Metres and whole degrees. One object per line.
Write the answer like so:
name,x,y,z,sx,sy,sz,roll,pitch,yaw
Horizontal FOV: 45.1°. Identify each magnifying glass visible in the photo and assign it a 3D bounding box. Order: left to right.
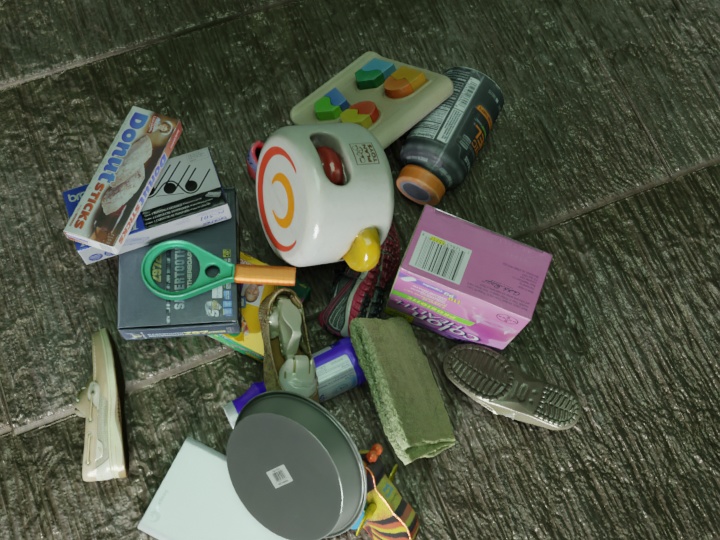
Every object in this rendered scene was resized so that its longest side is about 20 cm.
magnifying glass,-0.184,0.002,1.127,0.199,0.022,0.080,4,69,-4

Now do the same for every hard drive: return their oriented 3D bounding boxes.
hard drive,-0.170,0.322,1.137,0.200,0.026,0.132,26,71,4

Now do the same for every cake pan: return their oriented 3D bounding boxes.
cake pan,-0.086,0.246,1.063,0.200,0.200,0.037,45,34,11

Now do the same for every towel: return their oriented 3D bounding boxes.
towel,0.055,0.155,1.160,0.036,0.148,0.200,-29,73,26

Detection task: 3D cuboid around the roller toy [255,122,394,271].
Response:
roller toy,-0.043,-0.102,1.150,0.139,0.200,0.183,-9,110,-29

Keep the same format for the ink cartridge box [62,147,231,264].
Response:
ink cartridge box,-0.280,-0.086,1.146,0.199,0.044,0.094,-18,68,-8

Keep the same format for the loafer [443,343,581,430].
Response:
loafer,0.204,0.169,1.197,0.200,0.068,0.076,27,69,22

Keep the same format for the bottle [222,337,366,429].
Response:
bottle,-0.085,0.159,1.167,0.200,0.084,0.065,-25,75,-13

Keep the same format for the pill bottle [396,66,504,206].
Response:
pill bottle,0.127,-0.195,1.290,0.106,0.106,0.200,27,72,5

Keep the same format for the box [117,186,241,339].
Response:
box,-0.242,-0.011,1.168,0.157,0.051,0.201,-3,69,-2

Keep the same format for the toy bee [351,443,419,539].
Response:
toy bee,0.007,0.280,1.109,0.200,0.109,0.131,32,32,-15

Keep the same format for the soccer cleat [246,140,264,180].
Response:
soccer cleat,-0.073,-0.134,1.269,0.199,0.076,0.067,21,71,3

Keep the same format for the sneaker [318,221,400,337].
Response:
sneaker,0.000,0.000,1.233,0.074,0.081,0.200,6,60,29

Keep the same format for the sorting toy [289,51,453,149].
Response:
sorting toy,0.011,-0.256,1.290,0.185,0.037,0.200,-40,44,-15

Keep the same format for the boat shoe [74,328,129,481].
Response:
boat shoe,-0.348,0.176,1.150,0.065,0.072,0.201,-7,78,-8

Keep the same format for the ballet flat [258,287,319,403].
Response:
ballet flat,-0.090,0.108,1.105,0.070,0.065,0.200,-3,59,-26

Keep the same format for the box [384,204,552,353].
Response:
box,0.137,0.020,1.168,0.175,0.200,0.097,22,72,3

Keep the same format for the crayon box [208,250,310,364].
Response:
crayon box,-0.184,0.036,1.213,0.200,0.058,0.119,26,71,6

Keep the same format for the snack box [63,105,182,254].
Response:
snack box,-0.304,-0.120,1.123,0.072,0.024,0.200,17,67,10
